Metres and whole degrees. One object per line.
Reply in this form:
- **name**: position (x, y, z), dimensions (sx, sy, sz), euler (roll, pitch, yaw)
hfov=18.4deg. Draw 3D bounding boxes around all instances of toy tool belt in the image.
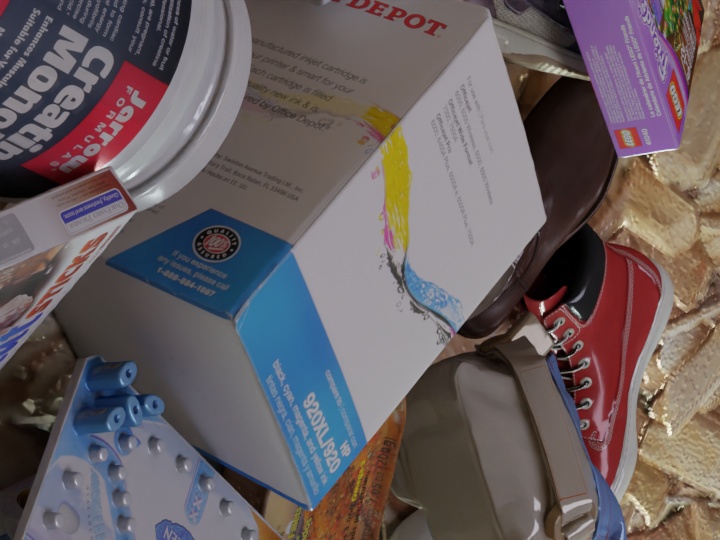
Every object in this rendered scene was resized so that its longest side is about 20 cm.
- **toy tool belt**: position (0.100, 0.132, 1.262), dimensions (0.122, 0.124, 0.202), euler (-23, 93, -45)

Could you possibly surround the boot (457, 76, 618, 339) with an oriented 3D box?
- **boot**: position (0.092, -0.046, 1.224), dimensions (0.188, 0.064, 0.200), euler (-63, 170, -3)

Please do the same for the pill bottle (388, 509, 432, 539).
- **pill bottle**: position (0.073, 0.250, 1.389), dimensions (0.112, 0.112, 0.201), euler (-37, 136, -38)

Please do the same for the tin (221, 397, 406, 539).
- **tin**: position (-0.033, 0.131, 1.145), dimensions (0.112, 0.042, 0.202), euler (-26, 136, -51)

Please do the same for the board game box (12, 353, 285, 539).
- **board game box**: position (-0.088, 0.172, 0.983), dimensions (0.200, 0.026, 0.201), euler (50, 44, -42)

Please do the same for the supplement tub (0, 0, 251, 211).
- **supplement tub**: position (-0.144, -0.107, 0.847), dimensions (0.200, 0.140, 0.141), euler (28, 86, -56)

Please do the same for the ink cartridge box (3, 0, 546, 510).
- **ink cartridge box**: position (-0.033, -0.026, 1.045), dimensions (0.200, 0.146, 0.145), euler (-49, 143, -25)

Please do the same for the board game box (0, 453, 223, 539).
- **board game box**: position (-0.108, 0.172, 1.149), dimensions (0.199, 0.041, 0.201), euler (-28, 130, -45)

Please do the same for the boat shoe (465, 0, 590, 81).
- **boat shoe**: position (0.096, -0.146, 1.231), dimensions (0.199, 0.072, 0.065), euler (3, 107, -53)

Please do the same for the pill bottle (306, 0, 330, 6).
- **pill bottle**: position (0.017, -0.225, 1.008), dimensions (0.200, 0.113, 0.113), euler (-46, 144, -4)

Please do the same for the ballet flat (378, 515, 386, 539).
- **ballet flat**: position (-0.012, 0.114, 1.237), dimensions (0.065, 0.070, 0.202), euler (-59, 158, -57)

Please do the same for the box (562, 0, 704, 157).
- **box**: position (0.140, -0.183, 1.216), dimensions (0.137, 0.039, 0.201), euler (-71, 145, -47)

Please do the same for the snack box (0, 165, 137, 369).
- **snack box**: position (-0.161, 0.025, 0.894), dimensions (0.072, 0.024, 0.200), euler (-28, 170, -40)

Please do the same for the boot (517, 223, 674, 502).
- **boot**: position (0.125, 0.073, 1.403), dimensions (0.144, 0.072, 0.202), euler (23, 82, -57)
